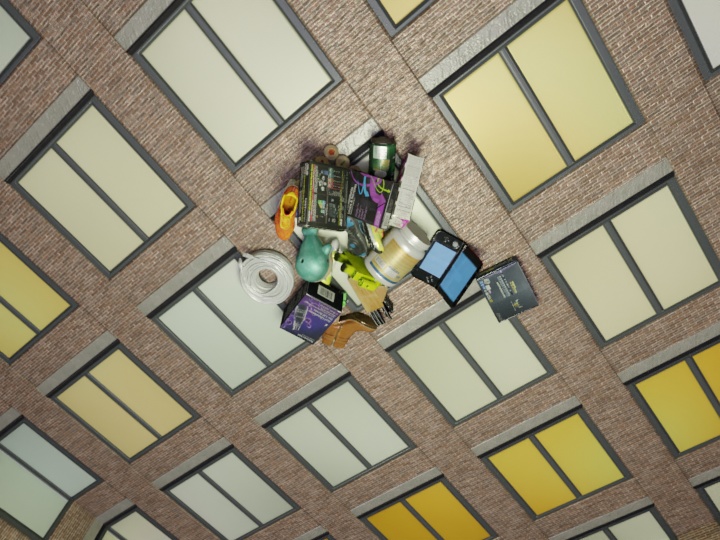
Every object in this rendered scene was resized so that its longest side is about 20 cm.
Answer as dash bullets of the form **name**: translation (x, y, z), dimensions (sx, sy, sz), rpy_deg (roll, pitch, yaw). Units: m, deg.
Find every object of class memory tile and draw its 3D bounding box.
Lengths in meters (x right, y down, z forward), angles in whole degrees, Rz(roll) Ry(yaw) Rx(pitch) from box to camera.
- **memory tile**: translation (-0.101, -0.289, 1.657), dimensions (0.153, 0.017, 0.201), rpy_deg (41, 77, -15)

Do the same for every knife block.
- **knife block**: translation (0.031, 0.107, 1.874), dimensions (0.198, 0.064, 0.177), rpy_deg (16, 115, -4)

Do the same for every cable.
- **cable**: translation (-0.335, 0.024, 1.858), dimensions (0.198, 0.069, 0.202), rpy_deg (7, 117, 0)

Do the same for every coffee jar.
- **coffee jar**: translation (0.066, -0.314, 1.645), dimensions (0.084, 0.105, 0.202), rpy_deg (3, 117, 0)

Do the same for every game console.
- **game console**: translation (0.291, -0.006, 1.771), dimensions (0.171, 0.119, 0.201), rpy_deg (27, 114, -9)

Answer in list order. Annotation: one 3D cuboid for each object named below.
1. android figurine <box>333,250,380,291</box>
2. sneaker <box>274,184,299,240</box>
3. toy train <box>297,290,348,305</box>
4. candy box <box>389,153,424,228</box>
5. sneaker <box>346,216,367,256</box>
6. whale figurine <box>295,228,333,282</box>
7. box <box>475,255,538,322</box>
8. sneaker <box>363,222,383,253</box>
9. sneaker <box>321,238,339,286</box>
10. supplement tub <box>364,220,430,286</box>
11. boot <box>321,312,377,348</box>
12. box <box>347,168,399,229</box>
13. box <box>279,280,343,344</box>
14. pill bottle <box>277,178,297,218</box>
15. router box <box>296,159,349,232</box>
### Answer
- **android figurine**: translation (0.000, 0.000, 1.761), dimensions (0.199, 0.182, 0.041), rpy_deg (22, 114, -42)
- **sneaker**: translation (-0.237, -0.174, 1.630), dimensions (0.072, 0.077, 0.201), rpy_deg (15, 128, -2)
- **toy train**: translation (-0.143, 0.100, 1.898), dimensions (0.198, 0.042, 0.057), rpy_deg (1, 106, 4)
- **candy box**: translation (0.139, -0.244, 1.610), dimensions (0.060, 0.136, 0.202), rpy_deg (15, 85, -3)
- **sneaker**: translation (-0.011, -0.132, 1.755), dimensions (0.072, 0.082, 0.201), rpy_deg (4, 140, 19)
- **whale figurine**: translation (-0.169, -0.062, 1.744), dimensions (0.158, 0.103, 0.202), rpy_deg (-15, 77, 33)
- **box**: translation (0.516, 0.069, 1.829), dimensions (0.157, 0.051, 0.201), rpy_deg (-26, 111, 14)
- **sneaker**: translation (0.056, -0.153, 1.698), dimensions (0.089, 0.078, 0.202), rpy_deg (-12, 72, -6)
- **sneaker**: translation (-0.140, -0.027, 1.815), dimensions (0.104, 0.076, 0.202), rpy_deg (16, 117, -3)
- **supplement tub**: translation (0.125, -0.060, 1.742), dimensions (0.144, 0.145, 0.200), rpy_deg (39, 113, -14)
- **boot**: translation (-0.046, 0.232, 1.931), dimensions (0.198, 0.077, 0.157), rpy_deg (15, 114, 0)
- **box**: translation (0.020, -0.223, 1.596), dimensions (0.199, 0.036, 0.144), rpy_deg (25, 106, 40)
- **box**: translation (-0.173, 0.144, 1.834), dimensions (0.147, 0.105, 0.200), rpy_deg (28, 123, -17)
- **pill bottle**: translation (-0.164, -0.209, 1.707), dimensions (0.198, 0.111, 0.112), rpy_deg (26, 115, -8)
- **router box**: translation (-0.114, -0.225, 1.592), dimensions (0.149, 0.062, 0.203), rpy_deg (5, 87, -37)
